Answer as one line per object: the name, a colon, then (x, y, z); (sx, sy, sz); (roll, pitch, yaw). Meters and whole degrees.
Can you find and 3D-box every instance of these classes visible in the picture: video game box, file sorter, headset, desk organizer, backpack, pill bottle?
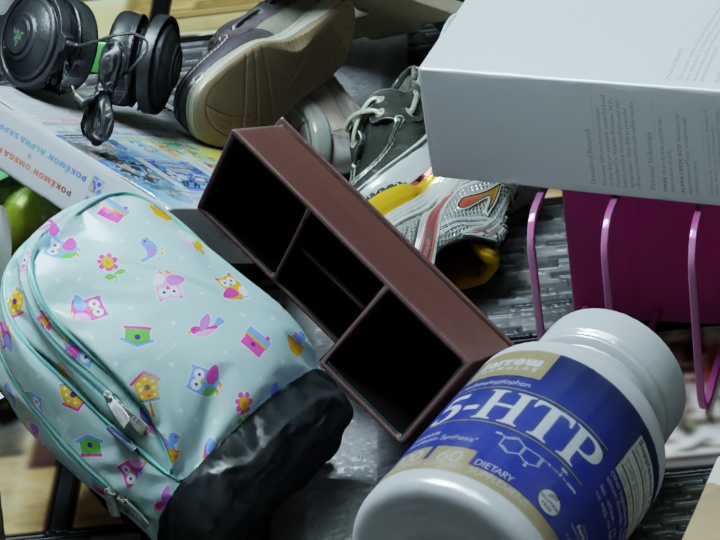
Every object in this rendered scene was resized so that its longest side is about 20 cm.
video game box: (-0.135, -0.062, 1.611); (0.182, 0.047, 0.200); (29, 16, 30)
file sorter: (0.206, 0.000, 1.447); (0.199, 0.139, 0.126); (2, 33, 18)
headset: (-0.175, -0.128, 1.603); (0.123, 0.094, 0.200); (10, 1, -15)
desk organizer: (-0.012, 0.005, 1.435); (0.200, 0.072, 0.077); (44, 18, 12)
backpack: (-0.115, 0.056, 1.385); (0.200, 0.127, 0.167); (42, 43, 11)
pill bottle: (0.093, 0.108, 1.311); (0.119, 0.120, 0.200); (10, 34, 29)

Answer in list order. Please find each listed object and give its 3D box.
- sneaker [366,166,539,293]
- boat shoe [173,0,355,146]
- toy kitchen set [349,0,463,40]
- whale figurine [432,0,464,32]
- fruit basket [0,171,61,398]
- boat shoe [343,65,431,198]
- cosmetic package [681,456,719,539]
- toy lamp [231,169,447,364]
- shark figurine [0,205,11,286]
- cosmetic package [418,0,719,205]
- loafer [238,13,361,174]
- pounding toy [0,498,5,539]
sneaker: (0.065, -0.023, 1.608); (0.082, 0.078, 0.200); (39, 44, 18)
boat shoe: (-0.076, -0.143, 1.714); (0.065, 0.072, 0.200); (17, 34, 26)
toy kitchen set: (-0.029, -0.276, 1.810); (0.180, 0.164, 0.200); (15, -9, -27)
whale figurine: (0.133, -0.229, 1.858); (0.199, 0.104, 0.159); (-16, -8, 36)
fruit basket: (-0.222, 0.002, 1.630); (0.185, 0.094, 0.200); (-30, 52, -32)
boat shoe: (0.019, -0.087, 1.686); (0.071, 0.064, 0.200); (-41, 6, 24)
cosmetic package: (0.199, 0.179, 1.207); (0.105, 0.071, 0.200); (5, 32, 21)
toy lamp: (0.000, 0.000, 1.503); (0.200, 0.058, 0.058); (42, 49, 12)
shark figurine: (-0.170, 0.047, 1.508); (0.214, 0.089, 0.129); (10, 53, -47)
cosmetic package: (0.145, -0.105, 1.427); (0.199, 0.081, 0.113); (6, 37, 25)
loafer: (-0.041, -0.125, 1.811); (0.063, 0.072, 0.200); (-1, 33, -22)
pounding toy: (-0.312, 0.137, 1.377); (0.200, 0.143, 0.184); (26, 44, 29)
